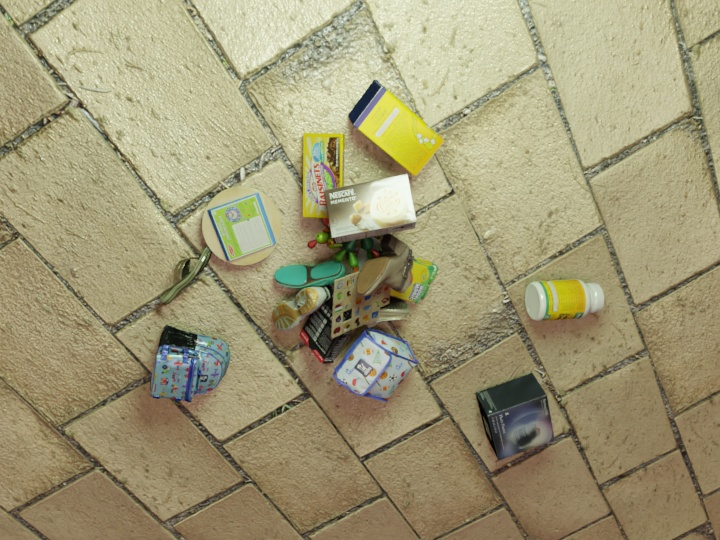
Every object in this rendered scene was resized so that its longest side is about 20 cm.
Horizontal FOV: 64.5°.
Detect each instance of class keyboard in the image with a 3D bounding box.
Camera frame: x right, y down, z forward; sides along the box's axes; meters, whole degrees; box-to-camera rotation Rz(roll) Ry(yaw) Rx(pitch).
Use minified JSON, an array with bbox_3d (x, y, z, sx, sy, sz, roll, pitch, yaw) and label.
[{"bbox_3d":[0.000,0.000,1.540,0.011,0.056,0.202,-7,127,-52],"label":"keyboard"}]

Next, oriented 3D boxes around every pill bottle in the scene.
[{"bbox_3d":[0.586,0.084,1.638,0.196,0.113,0.114,-3,117,-8],"label":"pill bottle"}]

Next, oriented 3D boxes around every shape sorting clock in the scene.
[{"bbox_3d":[-0.299,-0.112,1.441,0.197,0.039,0.203,-5,108,-14],"label":"shape sorting clock"}]

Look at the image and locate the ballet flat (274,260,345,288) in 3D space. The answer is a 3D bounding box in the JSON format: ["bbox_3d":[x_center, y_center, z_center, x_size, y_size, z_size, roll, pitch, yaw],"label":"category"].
[{"bbox_3d":[-0.130,0.019,1.514,0.197,0.068,0.071,-8,151,15],"label":"ballet flat"}]

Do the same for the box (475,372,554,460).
[{"bbox_3d":[0.491,0.462,1.807,0.196,0.124,0.202,-20,118,0],"label":"box"}]

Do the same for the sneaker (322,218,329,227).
[{"bbox_3d":[0.004,-0.167,1.416,0.197,0.079,0.116,-12,155,-16],"label":"sneaker"}]

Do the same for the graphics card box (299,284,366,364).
[{"bbox_3d":[-0.078,0.137,1.552,0.050,0.125,0.202,6,120,-47],"label":"graphics card box"}]

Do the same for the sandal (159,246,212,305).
[{"bbox_3d":[-0.455,0.010,1.460,0.201,0.080,0.057,-42,101,13],"label":"sandal"}]

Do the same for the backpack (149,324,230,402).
[{"bbox_3d":[-0.459,0.265,1.552,0.197,0.135,0.185,14,114,-18],"label":"backpack"}]

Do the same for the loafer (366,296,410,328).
[{"bbox_3d":[0.042,0.121,1.596,0.196,0.076,0.069,0,118,2],"label":"loafer"}]

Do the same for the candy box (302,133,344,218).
[{"bbox_3d":[-0.090,-0.228,1.379,0.100,0.026,0.204,4,100,15],"label":"candy box"}]

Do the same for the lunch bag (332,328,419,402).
[{"bbox_3d":[0.039,0.267,1.617,0.199,0.124,0.171,27,108,-36],"label":"lunch bag"}]

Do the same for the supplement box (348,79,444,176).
[{"bbox_3d":[0.083,-0.338,1.351,0.199,0.109,0.110,35,107,-23],"label":"supplement box"}]

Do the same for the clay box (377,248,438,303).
[{"bbox_3d":[0.113,0.014,1.565,0.197,0.048,0.116,18,112,-16],"label":"clay box"}]

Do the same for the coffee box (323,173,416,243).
[{"bbox_3d":[0.022,-0.141,1.321,0.196,0.080,0.116,-10,82,1],"label":"coffee box"}]

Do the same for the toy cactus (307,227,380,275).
[{"bbox_3d":[-0.017,-0.073,1.414,0.198,0.103,0.165,23,126,-30],"label":"toy cactus"}]

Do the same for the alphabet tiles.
[{"bbox_3d":[0.006,0.071,1.468,0.198,0.008,0.170,-20,126,-37],"label":"alphabet tiles"}]

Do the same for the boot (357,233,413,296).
[{"bbox_3d":[0.074,0.011,1.442,0.147,0.070,0.202,51,60,-44],"label":"boot"}]

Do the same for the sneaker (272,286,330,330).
[{"bbox_3d":[-0.157,0.104,1.540,0.199,0.087,0.077,-30,80,38],"label":"sneaker"}]
